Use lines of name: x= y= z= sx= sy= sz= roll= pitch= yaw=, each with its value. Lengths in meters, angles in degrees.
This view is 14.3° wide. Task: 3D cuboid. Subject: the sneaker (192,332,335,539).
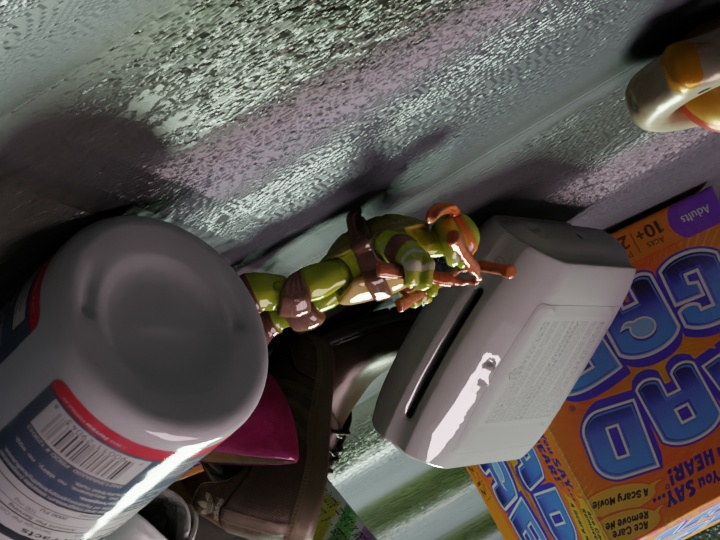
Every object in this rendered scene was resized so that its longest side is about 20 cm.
sneaker: x=-0.059 y=0.090 z=1.710 sx=0.200 sy=0.075 sz=0.071 roll=-93 pitch=-162 yaw=-63

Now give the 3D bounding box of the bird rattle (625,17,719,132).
bird rattle: x=0.222 y=-0.120 z=1.590 sx=0.162 sy=0.113 sz=0.200 roll=-14 pitch=178 yaw=-11

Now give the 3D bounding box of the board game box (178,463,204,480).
board game box: x=-0.166 y=0.128 z=1.744 sx=0.199 sy=0.030 sz=0.095 roll=-14 pitch=-177 yaw=-43

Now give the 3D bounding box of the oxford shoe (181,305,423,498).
oxford shoe: x=-0.027 y=0.093 z=1.839 sx=0.200 sy=0.085 sz=0.073 roll=-35 pitch=162 yaw=16

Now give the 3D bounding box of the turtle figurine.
turtle figurine: x=0.000 y=0.000 z=1.567 sx=0.160 sy=0.065 sz=0.200 roll=-21 pitch=177 yaw=2

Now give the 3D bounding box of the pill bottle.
pill bottle: x=-0.143 y=0.070 z=1.398 sx=0.119 sy=0.120 sz=0.200 roll=-17 pitch=164 yaw=-43

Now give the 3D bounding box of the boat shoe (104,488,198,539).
boat shoe: x=-0.121 y=0.157 z=1.660 sx=0.065 sy=0.073 sz=0.200 roll=-53 pitch=179 yaw=4

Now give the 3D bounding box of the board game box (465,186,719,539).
board game box: x=0.190 y=0.095 z=2.057 sx=0.199 sy=0.201 sz=0.200 roll=-25 pitch=168 yaw=-18

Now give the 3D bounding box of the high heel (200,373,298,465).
high heel: x=-0.136 y=0.109 z=1.631 sx=0.199 sy=0.096 sz=0.067 roll=-28 pitch=168 yaw=-4

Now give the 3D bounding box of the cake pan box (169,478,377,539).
cake pan box: x=-0.090 y=0.194 z=1.856 sx=0.183 sy=0.200 sz=0.053 roll=-24 pitch=138 yaw=-19

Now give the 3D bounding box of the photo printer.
photo printer: x=0.088 y=0.045 z=1.815 sx=0.167 sy=0.069 sz=0.200 roll=-60 pitch=161 yaw=11
